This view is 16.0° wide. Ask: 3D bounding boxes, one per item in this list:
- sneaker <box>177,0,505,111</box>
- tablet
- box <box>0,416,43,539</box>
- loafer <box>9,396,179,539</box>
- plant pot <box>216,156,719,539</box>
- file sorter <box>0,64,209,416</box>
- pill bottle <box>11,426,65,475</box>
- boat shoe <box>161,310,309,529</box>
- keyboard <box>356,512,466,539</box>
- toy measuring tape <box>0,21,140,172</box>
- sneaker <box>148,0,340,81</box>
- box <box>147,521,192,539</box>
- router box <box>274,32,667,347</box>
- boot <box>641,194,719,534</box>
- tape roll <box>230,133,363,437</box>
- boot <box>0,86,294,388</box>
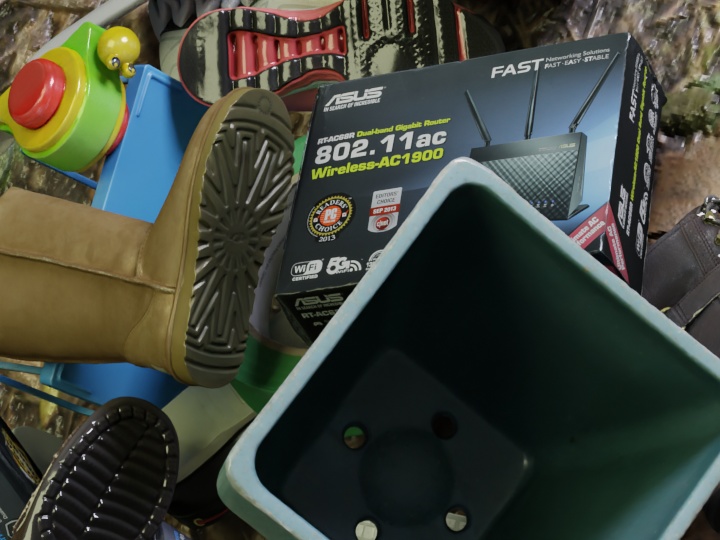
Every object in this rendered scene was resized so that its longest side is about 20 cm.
[{"bbox_3d":[-0.006,-0.132,1.539,0.198,0.087,0.074,1,90,16],"label":"sneaker"},{"bbox_3d":[-0.120,-0.194,1.655,0.199,0.014,0.130,-26,12,35],"label":"tablet"},{"bbox_3d":[-0.227,0.206,1.519,0.158,0.201,0.046,-33,13,4],"label":"box"},{"bbox_3d":[-0.174,0.160,1.454,0.201,0.073,0.071,-60,21,-13],"label":"loafer"},{"bbox_3d":[0.045,0.094,1.283,0.196,0.196,0.200,-52,4,-15],"label":"plant pot"},{"bbox_3d":[-0.151,-0.011,1.602,0.122,0.138,0.202,6,76,45],"label":"file sorter"},{"bbox_3d":[-0.235,0.204,1.599,0.201,0.109,0.110,-54,47,9],"label":"pill bottle"},{"bbox_3d":[-0.045,0.077,1.526,0.201,0.063,0.074,-37,39,6],"label":"boat shoe"},{"bbox_3d":[0.026,0.162,1.462,0.199,0.011,0.057,8,77,43],"label":"keyboard"},{"bbox_3d":[-0.198,-0.072,1.528,0.200,0.073,0.074,-41,50,26],"label":"toy measuring tape"},{"bbox_3d":[-0.055,-0.147,1.630,0.199,0.075,0.082,-8,76,45],"label":"sneaker"},{"bbox_3d":[-0.124,0.270,1.447,0.200,0.114,0.132,-52,21,12],"label":"box"},{"bbox_3d":[0.061,-0.042,1.406,0.198,0.062,0.151,-8,51,24],"label":"router box"},{"bbox_3d":[0.212,0.023,1.325,0.200,0.069,0.175,-39,45,16],"label":"boot"},{"bbox_3d":[0.000,0.000,1.484,0.199,0.048,0.202,-16,49,18],"label":"tape roll"},{"bbox_3d":[-0.140,-0.027,1.452,0.199,0.066,0.177,10,82,43],"label":"boot"}]
